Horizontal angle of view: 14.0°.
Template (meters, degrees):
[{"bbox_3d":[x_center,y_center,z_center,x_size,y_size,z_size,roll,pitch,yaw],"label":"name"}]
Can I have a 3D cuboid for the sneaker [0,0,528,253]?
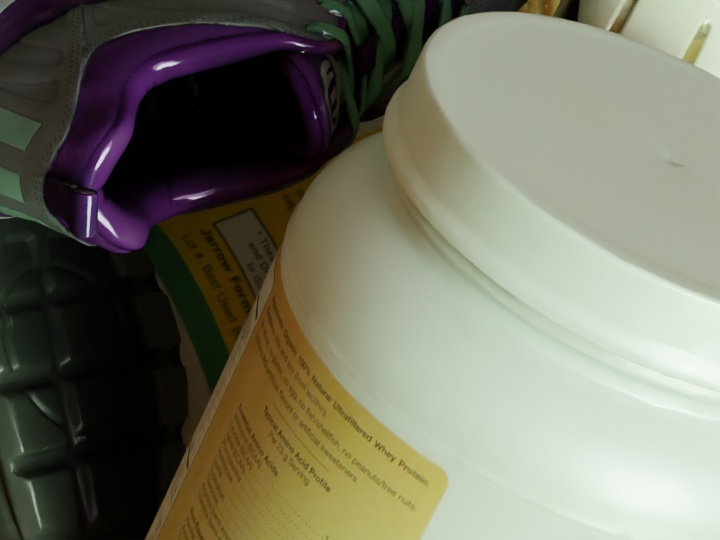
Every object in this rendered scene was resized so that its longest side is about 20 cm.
[{"bbox_3d":[-0.006,-0.052,0.721,0.199,0.087,0.075,-28,124,-26],"label":"sneaker"}]

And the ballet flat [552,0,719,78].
[{"bbox_3d":[0.070,-0.039,0.765,0.201,0.067,0.062,-65,175,18],"label":"ballet flat"}]

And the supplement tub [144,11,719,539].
[{"bbox_3d":[0.030,0.056,0.695,0.144,0.145,0.201,4,124,-37],"label":"supplement tub"}]

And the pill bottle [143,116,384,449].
[{"bbox_3d":[0.000,0.000,0.872,0.199,0.113,0.113,-24,120,-28],"label":"pill bottle"}]

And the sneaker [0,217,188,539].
[{"bbox_3d":[-0.104,-0.005,0.769,0.075,0.079,0.201,-6,78,-54],"label":"sneaker"}]
